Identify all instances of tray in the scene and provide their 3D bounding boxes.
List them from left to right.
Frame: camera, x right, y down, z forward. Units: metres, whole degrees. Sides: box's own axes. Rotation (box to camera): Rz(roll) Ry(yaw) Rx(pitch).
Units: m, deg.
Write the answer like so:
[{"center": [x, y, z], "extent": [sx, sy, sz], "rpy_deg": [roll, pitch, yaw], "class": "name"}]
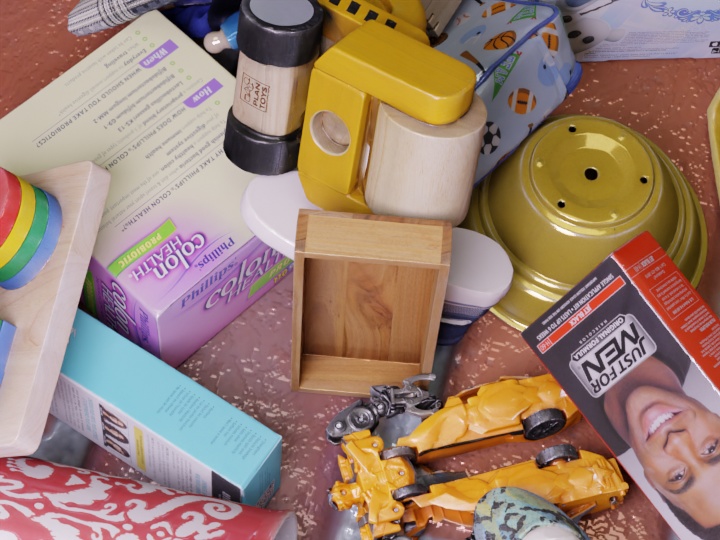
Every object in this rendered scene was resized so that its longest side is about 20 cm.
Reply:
[{"center": [0.004, 0.027, 1.281], "extent": [0.098, 0.200, 0.037], "rpy_deg": [5, 61, 0], "class": "tray"}]

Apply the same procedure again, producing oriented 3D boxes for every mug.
[{"center": [-0.160, 0.210, 1.211], "extent": [0.199, 0.134, 0.178], "rpy_deg": [15, 58, 9], "class": "mug"}]

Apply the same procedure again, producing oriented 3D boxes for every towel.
[{"center": [-0.108, -0.252, 1.437], "extent": [0.192, 0.035, 0.200], "rpy_deg": [-16, 23, 28], "class": "towel"}]

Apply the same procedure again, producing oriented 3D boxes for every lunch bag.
[{"center": [0.061, -0.131, 1.422], "extent": [0.200, 0.076, 0.160], "rpy_deg": [-42, 33, -25], "class": "lunch bag"}]

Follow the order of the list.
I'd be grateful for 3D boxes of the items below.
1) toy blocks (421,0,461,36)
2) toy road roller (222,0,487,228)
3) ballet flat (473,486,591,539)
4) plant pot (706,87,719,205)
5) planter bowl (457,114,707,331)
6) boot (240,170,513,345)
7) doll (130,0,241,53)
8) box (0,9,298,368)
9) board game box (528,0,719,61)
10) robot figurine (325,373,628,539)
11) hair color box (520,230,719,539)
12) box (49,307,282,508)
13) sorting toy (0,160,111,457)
[{"center": [-0.004, -0.204, 1.448], "extent": [0.199, 0.100, 0.137], "rpy_deg": [11, 60, 43], "class": "toy blocks"}, {"center": [0.012, -0.122, 1.278], "extent": [0.199, 0.123, 0.146], "rpy_deg": [30, 43, 22], "class": "toy road roller"}, {"center": [0.148, 0.220, 1.222], "extent": [0.074, 0.074, 0.200], "rpy_deg": [-37, 86, -21], "class": "ballet flat"}, {"center": [0.388, -0.084, 1.380], "extent": [0.199, 0.195, 0.197], "rpy_deg": [3, 59, -12], "class": "plant pot"}, {"center": [0.165, -0.052, 1.403], "extent": [0.199, 0.084, 0.201], "rpy_deg": [2, 59, -3], "class": "planter bowl"}, {"center": [0.000, 0.000, 1.330], "extent": [0.199, 0.090, 0.073], "rpy_deg": [20, 52, -13], "class": "boot"}, {"center": [-0.084, -0.208, 1.431], "extent": [0.199, 0.049, 0.137], "rpy_deg": [-1, 47, 46], "class": "doll"}, {"center": [-0.147, -0.059, 1.383], "extent": [0.200, 0.097, 0.176], "rpy_deg": [41, 66, 19], "class": "box"}, {"center": [0.234, -0.236, 1.446], "extent": [0.199, 0.199, 0.044], "rpy_deg": [-2, 60, -5], "class": "board game box"}, {"center": [0.073, 0.138, 1.303], "extent": [0.199, 0.058, 0.146], "rpy_deg": [-12, 61, -11], "class": "robot figurine"}, {"center": [0.211, 0.085, 1.284], "extent": [0.200, 0.102, 0.061], "rpy_deg": [51, 37, 8], "class": "hair color box"}, {"center": [-0.148, 0.096, 1.301], "extent": [0.199, 0.082, 0.049], "rpy_deg": [31, 62, 14], "class": "box"}, {"center": [-0.276, 0.021, 1.264], "extent": [0.199, 0.069, 0.200], "rpy_deg": [-9, 60, 42], "class": "sorting toy"}]
